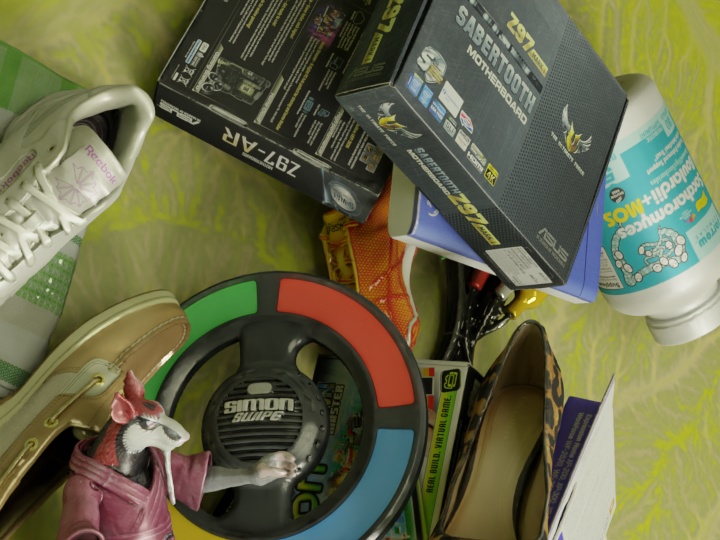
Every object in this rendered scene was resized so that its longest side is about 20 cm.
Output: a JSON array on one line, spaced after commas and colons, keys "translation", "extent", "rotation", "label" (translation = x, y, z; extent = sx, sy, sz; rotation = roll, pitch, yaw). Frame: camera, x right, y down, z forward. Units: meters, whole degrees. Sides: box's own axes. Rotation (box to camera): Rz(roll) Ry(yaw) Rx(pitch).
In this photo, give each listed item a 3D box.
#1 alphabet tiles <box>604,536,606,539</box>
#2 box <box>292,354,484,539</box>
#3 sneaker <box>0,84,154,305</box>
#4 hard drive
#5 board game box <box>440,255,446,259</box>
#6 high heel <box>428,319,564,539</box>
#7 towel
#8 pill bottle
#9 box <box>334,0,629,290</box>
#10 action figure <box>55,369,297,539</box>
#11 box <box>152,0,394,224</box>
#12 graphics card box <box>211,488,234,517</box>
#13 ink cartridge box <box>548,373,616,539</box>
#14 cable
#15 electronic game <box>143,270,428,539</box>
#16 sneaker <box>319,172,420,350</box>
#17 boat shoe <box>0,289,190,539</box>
[{"translation": [0.107, 0.225, 1.114], "extent": [0.200, 0.015, 0.197], "rotation": [-42, 109, -36], "label": "alphabet tiles"}, {"translation": [0.005, 0.153, 0.918], "extent": [0.035, 0.109, 0.202], "rotation": [43, 54, -54], "label": "box"}, {"translation": [-0.188, -0.039, 0.833], "extent": [0.075, 0.099, 0.201], "rotation": [50, 55, -24], "label": "sneaker"}, {"translation": [0.098, -0.064, 1.017], "extent": [0.199, 0.025, 0.133], "rotation": [18, 73, -45], "label": "hard drive"}, {"translation": [0.047, -0.106, 1.064], "extent": [0.104, 0.023, 0.201], "rotation": [-15, 71, -48], "label": "board game box"}, {"translation": [0.077, 0.107, 0.850], "extent": [0.200, 0.071, 0.144], "rotation": [-25, 120, -76], "label": "high heel"}, {"translation": [-0.229, -0.038, 0.883], "extent": [0.149, 0.031, 0.202], "rotation": [30, 63, -34], "label": "towel"}, {"translation": [0.219, -0.043, 1.184], "extent": [0.111, 0.110, 0.201], "rotation": [-41, 108, -35], "label": "pill bottle"}, {"translation": [0.084, -0.109, 0.949], "extent": [0.200, 0.051, 0.159], "rotation": [46, 54, -35], "label": "box"}, {"translation": [-0.127, 0.151, 0.835], "extent": [0.133, 0.148, 0.202], "rotation": [-16, 107, -50], "label": "action figure"}, {"translation": [-0.024, -0.154, 1.007], "extent": [0.159, 0.044, 0.201], "rotation": [26, 64, -2], "label": "box"}, {"translation": [-0.053, 0.207, 0.966], "extent": [0.125, 0.051, 0.201], "rotation": [45, 59, -23], "label": "graphics card box"}, {"translation": [0.125, 0.193, 1.029], "extent": [0.201, 0.043, 0.199], "rotation": [76, 36, -55], "label": "ink cartridge box"}, {"translation": [0.085, 0.035, 1.102], "extent": [0.097, 0.050, 0.201], "rotation": [43, 58, -24], "label": "cable"}, {"translation": [-0.057, 0.094, 0.910], "extent": [0.042, 0.198, 0.202], "rotation": [64, 39, -63], "label": "electronic game"}, {"translation": [0.000, 0.000, 1.036], "extent": [0.077, 0.073, 0.202], "rotation": [22, 59, -31], "label": "sneaker"}, {"translation": [-0.165, 0.090, 0.870], "extent": [0.066, 0.074, 0.200], "rotation": [38, 61, 20], "label": "boat shoe"}]
